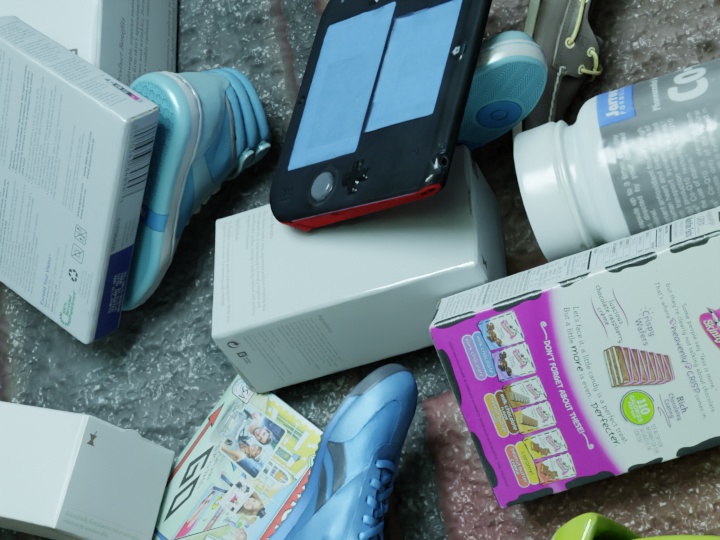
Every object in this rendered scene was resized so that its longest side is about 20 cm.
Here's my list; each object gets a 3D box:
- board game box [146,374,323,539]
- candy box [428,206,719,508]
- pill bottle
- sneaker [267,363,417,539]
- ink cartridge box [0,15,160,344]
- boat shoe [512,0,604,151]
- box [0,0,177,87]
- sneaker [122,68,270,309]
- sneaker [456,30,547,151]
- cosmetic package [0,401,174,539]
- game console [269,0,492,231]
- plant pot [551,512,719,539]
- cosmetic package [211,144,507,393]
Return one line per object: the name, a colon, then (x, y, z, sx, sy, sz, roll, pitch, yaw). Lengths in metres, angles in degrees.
board game box: (-0.091, 0.189, 1.191, 0.134, 0.029, 0.200, 33, 87, 30)
candy box: (0.161, 0.057, 1.077, 0.199, 0.061, 0.137, -18, 105, 16)
pill bottle: (0.210, -0.073, 1.110, 0.199, 0.114, 0.114, -16, 66, 16)
sneaker: (-0.003, 0.161, 1.106, 0.078, 0.066, 0.201, 29, 90, 38)
ink cartridge box: (-0.243, -0.077, 1.228, 0.200, 0.043, 0.197, 34, 128, 24)
boat shoe: (0.146, -0.168, 1.197, 0.059, 0.072, 0.201, 7, 80, 9)
box: (-0.260, -0.191, 1.340, 0.199, 0.131, 0.200, -9, 68, 20)
sneaker: (-0.129, -0.064, 1.268, 0.079, 0.130, 0.201, 39, 125, 23)
sneaker: (0.053, -0.146, 1.185, 0.200, 0.079, 0.131, -34, 50, 47)
cosmetic package: (-0.248, 0.143, 1.213, 0.199, 0.107, 0.085, 5, 73, 36)
game console: (0.015, -0.128, 1.133, 0.176, 0.031, 0.201, -14, 55, 52)
plant pot: (0.191, 0.251, 0.961, 0.181, 0.200, 0.200, 12, 77, 33)
cosmetic package: (0.000, 0.000, 1.178, 0.199, 0.081, 0.113, -14, 50, 17)
